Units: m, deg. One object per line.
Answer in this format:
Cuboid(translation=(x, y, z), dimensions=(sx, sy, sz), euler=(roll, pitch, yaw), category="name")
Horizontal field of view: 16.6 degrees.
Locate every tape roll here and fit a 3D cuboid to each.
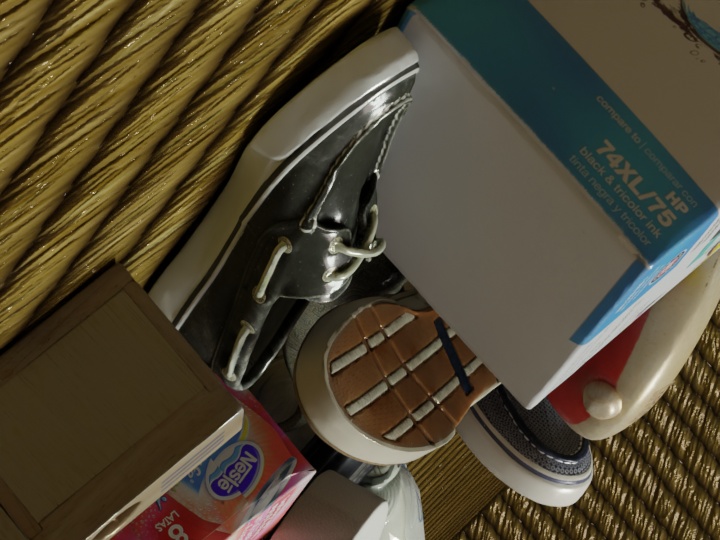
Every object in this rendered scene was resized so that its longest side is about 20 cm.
Cuboid(translation=(-0.048, 0.196, 1.242), dimensions=(0.204, 0.037, 0.203), euler=(-61, 172, -14), category="tape roll")

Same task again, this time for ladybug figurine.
Cuboid(translation=(0.130, 0.000, 1.203), dimensions=(0.136, 0.072, 0.200), euler=(-54, -174, 36), category="ladybug figurine")

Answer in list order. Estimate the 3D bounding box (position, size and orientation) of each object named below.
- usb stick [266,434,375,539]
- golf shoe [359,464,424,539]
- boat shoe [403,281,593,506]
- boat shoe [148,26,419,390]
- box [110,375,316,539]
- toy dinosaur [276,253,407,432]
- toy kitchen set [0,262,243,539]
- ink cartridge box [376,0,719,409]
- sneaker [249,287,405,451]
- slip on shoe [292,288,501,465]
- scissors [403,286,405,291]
Cuboid(translation=(-0.005, 0.092, 1.300), dimensions=(0.055, 0.033, 0.200), euler=(-28, 164, -42), category="usb stick")
Cuboid(translation=(-0.004, 0.123, 1.480), dimensions=(0.078, 0.098, 0.200), euler=(-29, -160, 5), category="golf shoe")
Cuboid(translation=(0.081, 0.019, 1.282), dimensions=(0.074, 0.201, 0.093), euler=(2, 136, -35), category="boat shoe")
Cuboid(translation=(-0.020, -0.022, 1.018), dimensions=(0.071, 0.064, 0.200), euler=(-33, 167, -42), category="boat shoe")
Cuboid(translation=(-0.111, 0.123, 1.186), dimensions=(0.095, 0.103, 0.200), euler=(-36, 170, -32), category="box")
Cuboid(translation=(0.000, 0.000, 1.234), dimensions=(0.200, 0.077, 0.102), euler=(-39, 160, 16), category="toy dinosaur")
Cuboid(translation=(-0.118, 0.138, 1.043), dimensions=(0.180, 0.163, 0.200), euler=(-39, 171, -13), category="toy kitchen set")
Cuboid(translation=(0.114, -0.074, 1.069), dimensions=(0.200, 0.146, 0.147), euler=(-37, 170, -29), category="ink cartridge box")
Cuboid(translation=(-0.011, 0.054, 1.416), dimensions=(0.072, 0.072, 0.200), euler=(-20, -169, 44), category="sneaker")
Cuboid(translation=(0.010, 0.046, 1.120), dimensions=(0.060, 0.076, 0.200), euler=(-21, -176, 25), category="slip on shoe")
Cuboid(translation=(0.053, 0.053, 1.425), dimensions=(0.200, 0.014, 0.074), euler=(36, 63, -45), category="scissors")
